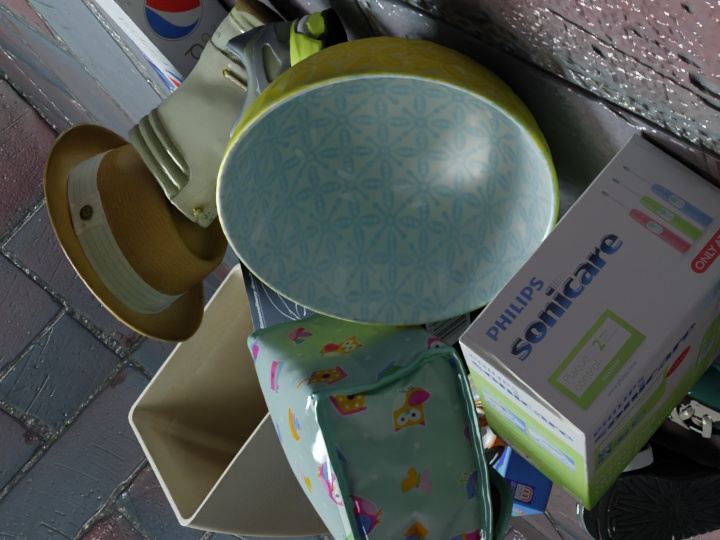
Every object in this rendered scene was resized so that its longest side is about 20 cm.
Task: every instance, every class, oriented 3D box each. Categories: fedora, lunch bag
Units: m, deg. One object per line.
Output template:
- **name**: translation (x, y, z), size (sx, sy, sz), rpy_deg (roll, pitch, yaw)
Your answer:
- **fedora**: translation (-0.166, -0.043, 0.956), size (0.201, 0.082, 0.201), rpy_deg (49, -155, -32)
- **lunch bag**: translation (0.017, 0.133, 0.810), size (0.170, 0.122, 0.200), rpy_deg (29, 140, 68)

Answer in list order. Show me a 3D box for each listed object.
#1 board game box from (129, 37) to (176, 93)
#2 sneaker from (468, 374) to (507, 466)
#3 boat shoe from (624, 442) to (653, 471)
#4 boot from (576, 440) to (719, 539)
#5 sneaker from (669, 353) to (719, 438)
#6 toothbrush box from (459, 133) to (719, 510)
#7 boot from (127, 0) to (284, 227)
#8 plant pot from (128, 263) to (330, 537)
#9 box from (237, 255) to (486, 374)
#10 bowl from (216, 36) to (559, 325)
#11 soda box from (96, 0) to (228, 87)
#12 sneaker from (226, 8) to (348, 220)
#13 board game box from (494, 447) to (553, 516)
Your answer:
- **board game box**: translation (-0.150, -0.173, 1.234), size (0.135, 0.034, 0.200), rpy_deg (36, 169, 33)
- **sneaker**: translation (0.130, 0.087, 0.956), size (0.076, 0.200, 0.092), rpy_deg (45, -150, -26)
- **boat shoe**: translation (0.220, 0.131, 1.051), size (0.200, 0.075, 0.060), rpy_deg (-138, 37, -89)
- **boot**: translation (0.224, 0.188, 1.061), size (0.164, 0.066, 0.200), rpy_deg (1, -173, -19)
- **sneaker**: translation (0.194, 0.072, 0.802), size (0.200, 0.080, 0.071), rpy_deg (37, 170, 26)
- **toothbrush box**: translation (0.142, 0.040, 0.670), size (0.086, 0.146, 0.200), rpy_deg (38, 170, 23)
- **boot**: translation (-0.063, -0.083, 0.887), size (0.200, 0.155, 0.072), rpy_deg (45, -164, -1)
- **plant pot**: translation (-0.081, 0.149, 1.169), size (0.177, 0.200, 0.200), rpy_deg (33, -173, -36)
- **box**: translation (0.000, 0.000, 0.960), size (0.200, 0.107, 0.149), rpy_deg (23, 135, 40)
- **bowl**: translation (0.019, -0.071, 0.717), size (0.200, 0.200, 0.108), rpy_deg (48, -148, -34)
- **soda box**: translation (-0.147, -0.200, 0.993), size (0.200, 0.068, 0.064), rpy_deg (47, 170, -34)
- **sneaker**: translation (-0.045, -0.079, 0.817), size (0.081, 0.200, 0.074), rpy_deg (3, -163, 19)
- **board game box**: translation (0.156, 0.146, 1.082), size (0.045, 0.152, 0.200), rpy_deg (17, 169, 4)
